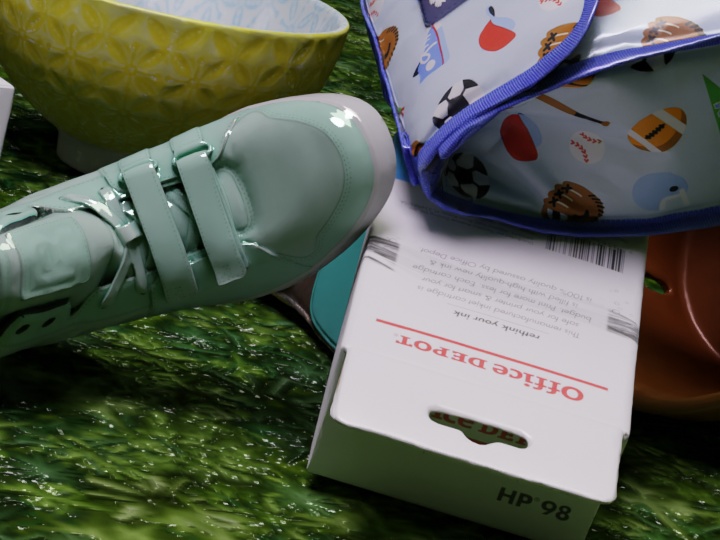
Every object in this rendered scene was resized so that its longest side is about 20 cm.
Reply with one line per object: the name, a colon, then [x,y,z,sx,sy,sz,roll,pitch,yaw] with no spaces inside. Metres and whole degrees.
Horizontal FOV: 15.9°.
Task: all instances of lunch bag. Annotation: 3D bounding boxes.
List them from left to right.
lunch bag: [0.104,-0.104,1.083,0.199,0.124,0.170,-10,40,-3]

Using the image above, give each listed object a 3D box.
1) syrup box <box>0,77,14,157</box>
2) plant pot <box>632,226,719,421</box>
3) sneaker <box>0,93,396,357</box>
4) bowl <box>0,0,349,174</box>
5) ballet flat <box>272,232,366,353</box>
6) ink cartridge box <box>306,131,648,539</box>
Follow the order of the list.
syrup box: [-0.250,-0.084,1.241,0.081,0.079,0.200,2,20,-38]
plant pot: [0.184,-0.019,1.235,0.200,0.200,0.140,25,3,35]
sneaker: [-0.086,-0.009,1.012,0.200,0.074,0.118,-22,2,22]
bowl: [-0.115,-0.106,1.388,0.200,0.108,0.200,14,15,-4]
ballet flat: [0.000,0.000,1.203,0.067,0.068,0.200,12,15,-36]
ink cartridge box: [0.047,0.037,1.031,0.116,0.067,0.200,17,36,-1]
